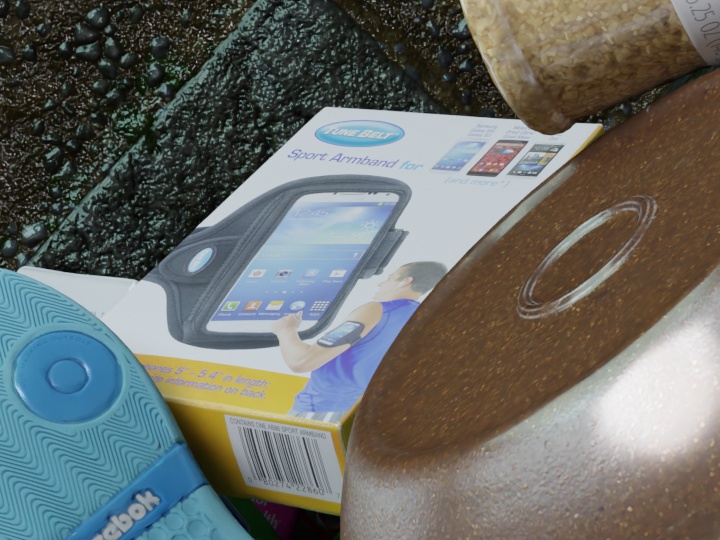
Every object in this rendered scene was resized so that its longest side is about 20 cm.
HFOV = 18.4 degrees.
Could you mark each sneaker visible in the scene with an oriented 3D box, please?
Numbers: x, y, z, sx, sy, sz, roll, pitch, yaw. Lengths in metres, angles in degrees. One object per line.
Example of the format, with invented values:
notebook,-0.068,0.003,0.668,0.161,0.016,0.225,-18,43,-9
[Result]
sneaker,-0.082,0.101,0.677,0.079,0.200,0.131,-31,-17,-27

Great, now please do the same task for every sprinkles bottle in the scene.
sprinkles bottle,0.123,-0.099,0.558,0.199,0.068,0.068,-22,8,20

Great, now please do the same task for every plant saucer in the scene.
plant saucer,0.063,0.008,0.525,0.200,0.037,0.200,-40,14,12

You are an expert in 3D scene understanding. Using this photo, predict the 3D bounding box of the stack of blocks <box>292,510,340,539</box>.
stack of blocks,-0.042,0.159,0.991,0.200,0.059,0.115,-49,-1,43

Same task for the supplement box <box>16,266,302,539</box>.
supplement box,-0.100,0.110,0.814,0.103,0.101,0.201,3,71,57

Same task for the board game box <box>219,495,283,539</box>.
board game box,-0.095,0.161,0.737,0.200,0.135,0.029,-48,33,-21

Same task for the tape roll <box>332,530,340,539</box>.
tape roll,0.060,0.046,0.699,0.201,0.048,0.200,-49,-1,-1

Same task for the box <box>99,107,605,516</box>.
box,0.000,0.000,0.742,0.119,0.042,0.200,6,38,33
